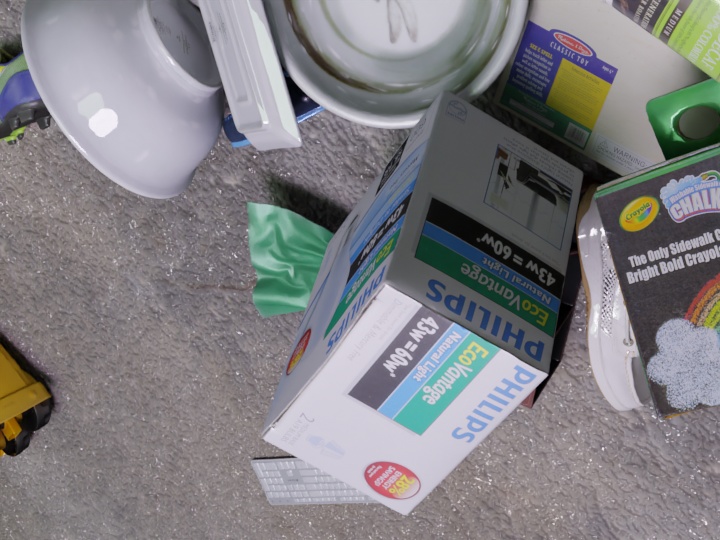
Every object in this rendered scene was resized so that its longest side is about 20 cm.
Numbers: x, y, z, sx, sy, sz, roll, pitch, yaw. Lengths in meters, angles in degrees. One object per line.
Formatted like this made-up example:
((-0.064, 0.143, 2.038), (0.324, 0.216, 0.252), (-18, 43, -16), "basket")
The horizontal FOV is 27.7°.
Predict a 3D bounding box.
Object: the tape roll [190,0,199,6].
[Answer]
((-0.100, -0.288, 1.125), (0.202, 0.037, 0.204), (22, 134, 24), "tape roll")

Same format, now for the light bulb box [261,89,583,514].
((0.045, 0.024, 1.021), (0.124, 0.201, 0.198), (28, 134, -10), "light bulb box")

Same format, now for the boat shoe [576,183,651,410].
((0.212, 0.028, 1.111), (0.069, 0.071, 0.201), (5, 128, 28), "boat shoe")

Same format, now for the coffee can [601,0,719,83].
((0.263, -0.164, 0.861), (0.199, 0.146, 0.147), (37, 138, 8), "coffee can")

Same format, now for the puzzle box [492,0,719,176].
((0.198, -0.128, 1.030), (0.199, 0.025, 0.134), (31, 137, 14), "puzzle box")

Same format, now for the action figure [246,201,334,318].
((0.000, 0.000, 1.267), (0.198, 0.055, 0.119), (9, 127, 24), "action figure")

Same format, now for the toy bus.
((-0.477, 0.143, 1.709), (0.193, 0.135, 0.200), (54, 142, 8), "toy bus")

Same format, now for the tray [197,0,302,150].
((-0.096, -0.185, 1.092), (0.107, 0.022, 0.202), (8, 116, 69), "tray")

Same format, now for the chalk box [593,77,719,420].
((0.242, -0.022, 0.940), (0.124, 0.123, 0.202), (-18, 85, 40), "chalk box")

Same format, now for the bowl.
((-0.172, -0.167, 1.187), (0.090, 0.201, 0.202), (-30, 103, 24), "bowl")

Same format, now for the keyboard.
((-0.034, 0.215, 1.498), (0.199, 0.011, 0.057), (-10, 116, 42), "keyboard")

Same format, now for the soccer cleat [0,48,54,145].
((-0.350, -0.168, 1.413), (0.199, 0.064, 0.085), (-10, 87, 47), "soccer cleat")

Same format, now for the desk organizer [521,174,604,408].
((0.130, 0.009, 1.161), (0.077, 0.072, 0.201), (23, 135, 18), "desk organizer")

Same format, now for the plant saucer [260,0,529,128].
((0.027, -0.205, 1.050), (0.198, 0.050, 0.202), (3, 102, 16), "plant saucer")

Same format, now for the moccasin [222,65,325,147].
((-0.037, -0.164, 1.160), (0.199, 0.080, 0.068), (-27, 101, 32), "moccasin")
